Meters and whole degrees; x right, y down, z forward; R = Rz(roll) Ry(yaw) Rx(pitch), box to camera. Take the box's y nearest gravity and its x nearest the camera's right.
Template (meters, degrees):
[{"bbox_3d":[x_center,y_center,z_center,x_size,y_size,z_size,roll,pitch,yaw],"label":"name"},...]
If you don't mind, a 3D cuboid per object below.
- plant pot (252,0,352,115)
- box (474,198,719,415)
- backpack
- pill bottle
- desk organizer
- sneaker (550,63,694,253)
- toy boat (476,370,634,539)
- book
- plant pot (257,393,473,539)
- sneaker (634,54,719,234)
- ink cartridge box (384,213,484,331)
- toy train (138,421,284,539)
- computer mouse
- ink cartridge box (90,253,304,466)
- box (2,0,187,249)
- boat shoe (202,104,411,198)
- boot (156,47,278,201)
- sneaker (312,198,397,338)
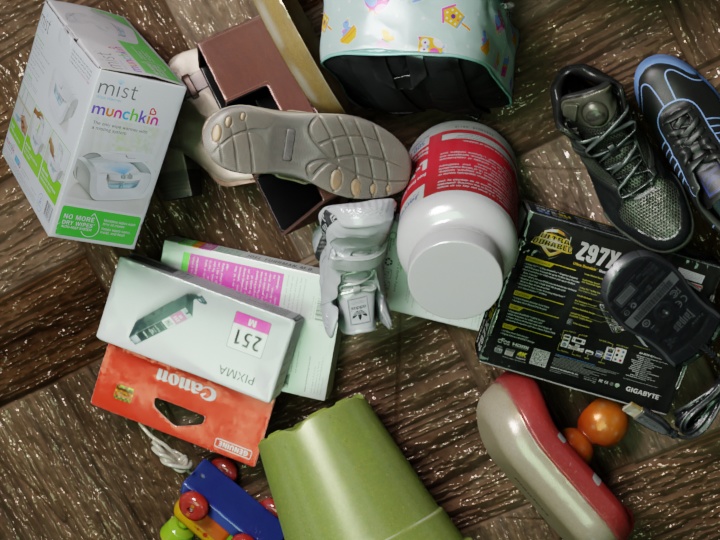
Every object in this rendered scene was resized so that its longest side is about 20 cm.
[{"bbox_3d":[-0.065,-0.224,1.380,0.027,0.200,0.201,-27,97,6],"label":"plant pot"},{"bbox_3d":[0.228,0.036,1.425,0.199,0.049,0.160,15,106,-4],"label":"box"},{"bbox_3d":[0.052,-0.222,1.348,0.175,0.200,0.154,5,92,16],"label":"backpack"},{"bbox_3d":[0.091,-0.046,1.374,0.112,0.200,0.113,3,124,4],"label":"pill bottle"},{"bbox_3d":[-0.083,-0.141,1.434,0.077,0.072,0.201,-25,81,-9],"label":"desk organizer"},{"bbox_3d":[0.232,-0.105,1.348,0.076,0.114,0.200,-30,77,14],"label":"sneaker"},{"bbox_3d":[0.211,0.174,1.471,0.131,0.131,0.200,-41,92,-9],"label":"toy boat"},{"bbox_3d":[-0.118,0.049,1.556,0.199,0.048,0.134,13,106,11],"label":"book"},{"bbox_3d":[-0.012,0.235,1.517,0.200,0.200,0.191,-27,83,21],"label":"plant pot"},{"bbox_3d":[0.319,-0.111,1.368,0.070,0.078,0.200,-35,94,22],"label":"sneaker"},{"bbox_3d":[0.110,0.009,1.484,0.199,0.037,0.095,14,109,14],"label":"ink cartridge box"},{"bbox_3d":[-0.186,0.260,1.621,0.200,0.085,0.116,39,125,2],"label":"toy train"},{"bbox_3d":[0.279,0.070,1.389,0.200,0.046,0.141,33,101,-22],"label":"computer mouse"},{"bbox_3d":[-0.178,0.096,1.535,0.199,0.044,0.174,20,100,9],"label":"ink cartridge box"},{"bbox_3d":[-0.269,-0.148,1.456,0.096,0.200,0.177,9,112,-32],"label":"box"},{"bbox_3d":[-0.050,-0.114,1.355,0.199,0.072,0.076,13,96,-18],"label":"boat shoe"},{"bbox_3d":[-0.140,-0.154,1.497,0.199,0.070,0.147,-9,91,6],"label":"boot"},{"bbox_3d":[0.000,0.000,1.415,0.075,0.200,0.115,-8,82,-10],"label":"sneaker"}]
